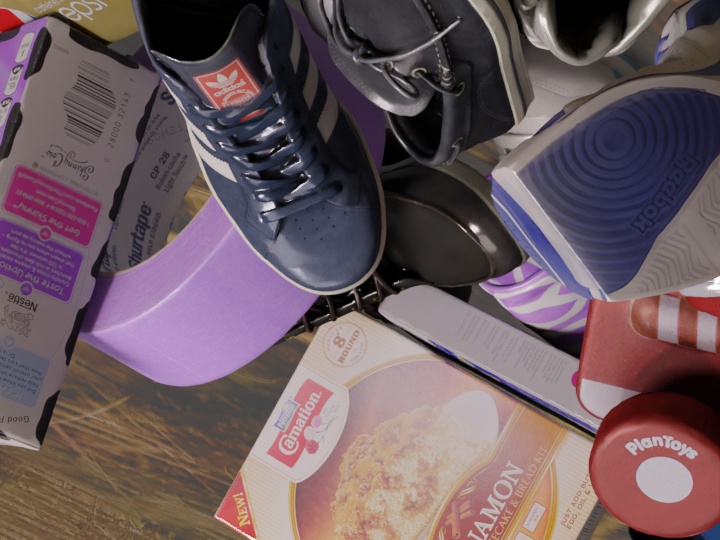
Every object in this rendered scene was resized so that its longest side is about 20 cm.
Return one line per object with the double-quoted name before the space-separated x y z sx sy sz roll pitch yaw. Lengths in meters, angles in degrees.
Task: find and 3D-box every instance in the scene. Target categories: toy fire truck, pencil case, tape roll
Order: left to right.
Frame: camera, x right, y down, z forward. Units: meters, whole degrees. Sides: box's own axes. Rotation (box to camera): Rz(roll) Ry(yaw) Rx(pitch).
"tape roll" -0.081 -0.044 0.858 0.066 0.201 0.200 34 158 -36
"pencil case" 0.146 0.016 0.992 0.084 0.086 0.200 -35 134 19
"toy fire truck" 0.190 0.031 0.721 0.199 0.112 0.169 13 125 15

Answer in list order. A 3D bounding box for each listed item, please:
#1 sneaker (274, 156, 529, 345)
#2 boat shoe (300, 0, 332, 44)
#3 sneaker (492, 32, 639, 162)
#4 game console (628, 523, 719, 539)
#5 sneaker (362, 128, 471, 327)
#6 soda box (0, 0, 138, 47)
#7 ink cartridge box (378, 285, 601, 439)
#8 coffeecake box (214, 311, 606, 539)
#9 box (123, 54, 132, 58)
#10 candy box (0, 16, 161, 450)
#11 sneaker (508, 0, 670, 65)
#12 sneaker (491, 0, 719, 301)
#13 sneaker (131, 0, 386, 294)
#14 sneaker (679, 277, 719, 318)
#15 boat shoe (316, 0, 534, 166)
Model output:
"sneaker" 0.000 0.000 0.860 0.200 0.106 0.075 5 135 57
"boat shoe" -0.015 -0.165 0.674 0.071 0.072 0.200 36 161 17
"sneaker" 0.105 -0.053 0.813 0.076 0.081 0.200 6 159 39
"game console" 0.255 0.107 0.917 0.117 0.199 0.176 55 174 27
"sneaker" 0.029 -0.024 1.007 0.115 0.076 0.200 -3 150 45
"soda box" -0.141 -0.153 0.823 0.064 0.068 0.200 29 161 -27
"ink cartridge box" 0.110 0.065 0.977 0.200 0.037 0.095 30 177 33
"coffeecake box" 0.038 0.134 1.008 0.199 0.154 0.073 28 178 17
"box" -0.194 -0.044 1.024 0.051 0.158 0.200 34 164 -23
"candy box" -0.199 -0.015 0.856 0.071 0.201 0.167 25 162 -33
"sneaker" 0.076 -0.120 0.655 0.074 0.089 0.200 25 163 -18
"sneaker" 0.138 -0.059 0.639 0.081 0.199 0.115 57 168 -6
"sneaker" -0.049 -0.074 0.704 0.201 0.075 0.085 63 -173 -12
"sneaker" 0.221 0.031 0.633 0.199 0.113 0.071 -6 -172 -4
"boat shoe" 0.019 -0.095 0.647 0.075 0.062 0.200 50 179 24
